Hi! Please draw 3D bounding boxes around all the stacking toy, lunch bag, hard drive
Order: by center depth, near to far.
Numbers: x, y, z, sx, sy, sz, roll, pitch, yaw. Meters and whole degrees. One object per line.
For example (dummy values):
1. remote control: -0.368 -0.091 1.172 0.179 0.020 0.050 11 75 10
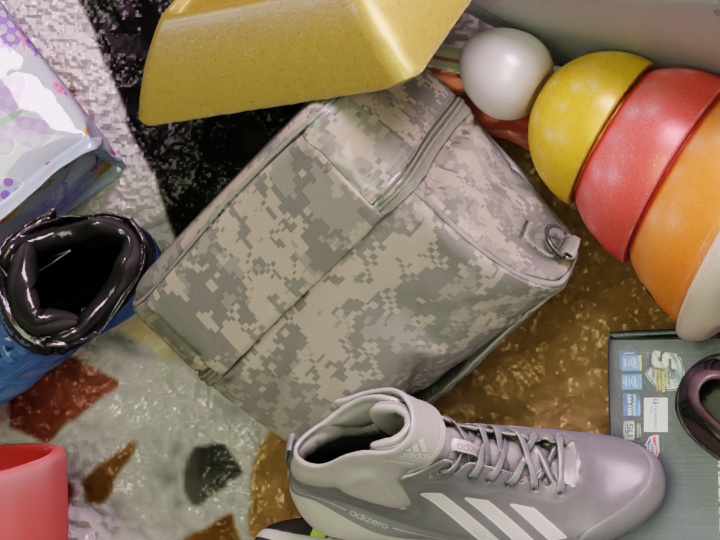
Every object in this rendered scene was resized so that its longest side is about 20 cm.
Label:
1. hard drive: 0.150 -0.132 1.532 0.200 0.132 0.027 7 77 44
2. stacking toy: 0.140 -0.069 1.559 0.200 0.146 0.146 32 94 14
3. lunch bag: 0.000 0.000 1.580 0.168 0.139 0.200 44 120 -4
4. lunch bag: -0.265 -0.068 1.668 0.200 0.127 0.170 -38 82 -2

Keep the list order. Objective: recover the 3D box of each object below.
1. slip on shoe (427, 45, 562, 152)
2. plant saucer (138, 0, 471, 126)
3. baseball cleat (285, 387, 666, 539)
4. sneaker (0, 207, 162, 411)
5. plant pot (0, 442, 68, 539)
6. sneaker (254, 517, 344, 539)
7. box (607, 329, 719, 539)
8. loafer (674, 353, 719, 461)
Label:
1. slip on shoe: 0.027 -0.095 1.634 0.200 0.074 0.061 9 92 8
2. plant saucer: -0.013 -0.167 1.556 0.200 0.200 0.048 -6 128 42
3. baseball cleat: 0.060 0.105 1.536 0.200 0.106 0.070 -5 58 3
4. sneaker: -0.201 0.032 1.633 0.200 0.111 0.077 -30 78 -4
5. plant pot: -0.247 0.200 1.624 0.200 0.200 0.178 -9 93 12
6. sneaker: 0.041 0.133 1.628 0.200 0.072 0.083 -4 67 9
7. box: 0.214 0.131 1.588 0.158 0.051 0.200 -1 87 11
8. loafer: 0.251 0.109 1.524 0.200 0.063 0.072 31 91 9
